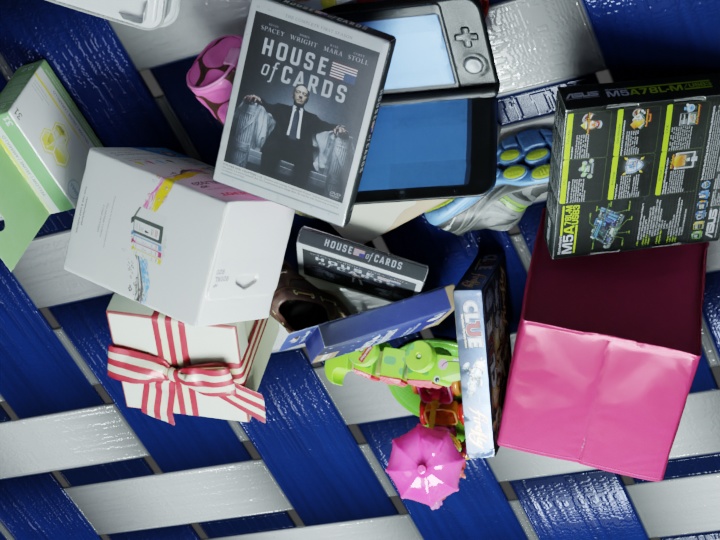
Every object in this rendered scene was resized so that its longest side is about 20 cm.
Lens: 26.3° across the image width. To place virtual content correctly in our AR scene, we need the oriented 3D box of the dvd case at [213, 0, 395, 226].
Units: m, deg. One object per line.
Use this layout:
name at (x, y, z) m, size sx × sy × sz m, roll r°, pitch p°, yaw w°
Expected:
dvd case at (-0.059, -0.161, 1.548) m, size 0.149 × 0.025 × 0.202 m, roll 20°, pitch 115°, yaw 11°

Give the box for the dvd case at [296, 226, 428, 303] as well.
dvd case at (0.000, 0.000, 1.778) m, size 0.149 × 0.025 × 0.200 m, roll 17°, pitch 171°, yaw 2°

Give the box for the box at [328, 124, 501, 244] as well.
box at (0.050, -0.114, 1.691) m, size 0.199 × 0.095 × 0.078 m, roll -27°, pitch 120°, yaw 36°

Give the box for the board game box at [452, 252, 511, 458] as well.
board game box at (0.144, 0.096, 1.774) m, size 0.034 × 0.136 × 0.202 m, roll 0°, pitch 108°, yaw 17°

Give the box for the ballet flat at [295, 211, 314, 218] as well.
ballet flat at (-0.103, -0.137, 1.741) m, size 0.070 × 0.071 × 0.200 m, roll -22°, pitch 119°, yaw 32°

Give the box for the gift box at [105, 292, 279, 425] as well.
gift box at (-0.192, 0.082, 1.874) m, size 0.182 × 0.188 × 0.201 m, roll 3°, pitch 131°, yaw 15°

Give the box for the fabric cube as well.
fabric cube at (0.273, 0.081, 1.729) m, size 0.198 × 0.197 × 0.201 m, roll 12°, pitch 132°, yaw 7°

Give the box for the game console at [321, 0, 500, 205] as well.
game console at (0.034, -0.171, 1.559) m, size 0.198 × 0.119 × 0.172 m, roll -3°, pitch 132°, yaw 18°

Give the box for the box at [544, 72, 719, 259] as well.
box at (0.294, -0.108, 1.615) m, size 0.191 × 0.048 × 0.201 m, roll -5°, pitch 132°, yaw -4°

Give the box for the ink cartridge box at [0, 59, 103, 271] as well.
ink cartridge box at (-0.374, -0.120, 1.737) m, size 0.048 × 0.201 × 0.146 m, roll -11°, pitch 127°, yaw 28°

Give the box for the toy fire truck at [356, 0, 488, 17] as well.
toy fire truck at (0.052, -0.229, 1.617) m, size 0.140 × 0.049 × 0.201 m, roll 14°, pitch 133°, yaw 3°

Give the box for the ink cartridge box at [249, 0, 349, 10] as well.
ink cartridge box at (-0.036, -0.342, 1.519) m, size 0.198 × 0.084 × 0.146 m, roll -12°, pitch 126°, yaw 26°

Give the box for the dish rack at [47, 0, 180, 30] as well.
dish rack at (-0.285, -0.338, 1.626) m, size 0.198 × 0.044 × 0.173 m, roll 18°, pitch 134°, yaw 2°

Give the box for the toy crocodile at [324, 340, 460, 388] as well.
toy crocodile at (0.048, 0.115, 1.861) m, size 0.198 × 0.062 × 0.067 m, roll 5°, pitch 172°, yaw 24°

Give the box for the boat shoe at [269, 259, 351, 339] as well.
boat shoe at (-0.062, 0.055, 1.841) m, size 0.070 × 0.070 × 0.200 m, roll -44°, pitch 143°, yaw 8°

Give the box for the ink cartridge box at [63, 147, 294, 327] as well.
ink cartridge box at (-0.199, -0.041, 1.721) m, size 0.199 × 0.147 × 0.146 m, roll 22°, pitch 104°, yaw 27°

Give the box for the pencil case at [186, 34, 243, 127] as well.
pencil case at (-0.094, -0.162, 1.652) m, size 0.200 × 0.091 × 0.093 m, roll 44°, pitch 165°, yaw -25°

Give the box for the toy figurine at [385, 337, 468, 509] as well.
toy figurine at (0.091, 0.220, 1.913) m, size 0.148 × 0.185 × 0.201 m, roll 0°, pitch 132°, yaw 16°

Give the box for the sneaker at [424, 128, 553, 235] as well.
sneaker at (0.165, -0.093, 1.703) m, size 0.198 × 0.071 × 0.083 m, roll -24°, pitch 142°, yaw 30°

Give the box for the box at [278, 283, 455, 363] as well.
box at (0.008, 0.067, 1.770) m, size 0.198 × 0.033 × 0.121 m, roll -16°, pitch 171°, yaw -12°
